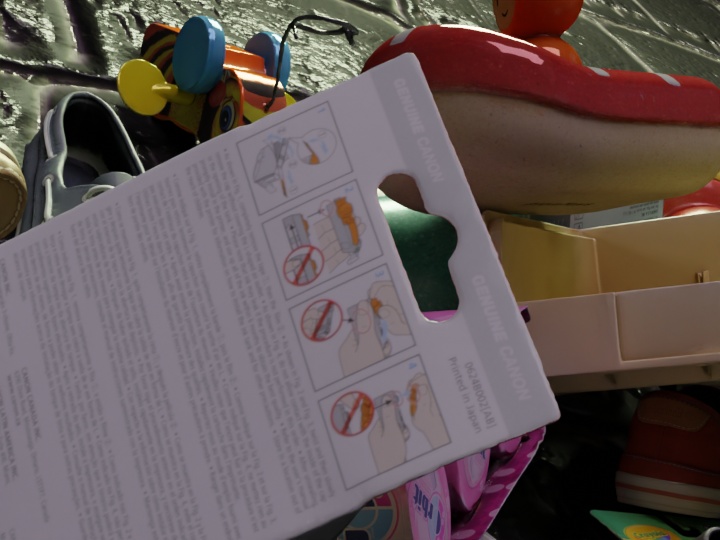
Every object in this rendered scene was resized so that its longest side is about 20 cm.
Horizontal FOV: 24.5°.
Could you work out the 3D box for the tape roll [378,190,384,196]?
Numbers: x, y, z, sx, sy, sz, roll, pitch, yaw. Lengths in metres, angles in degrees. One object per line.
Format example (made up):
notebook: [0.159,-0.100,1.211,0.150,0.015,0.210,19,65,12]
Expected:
tape roll: [0.081,-0.007,1.050,0.201,0.037,0.203,21,22,-9]

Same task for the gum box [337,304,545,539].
gum box: [-0.001,0.072,0.681,0.112,0.067,0.200,-5,14,21]

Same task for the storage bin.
storage bin: [0.182,0.007,0.823,0.198,0.095,0.198,-7,-5,23]

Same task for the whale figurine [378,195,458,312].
whale figurine: [0.000,0.000,0.854,0.198,0.105,0.160,19,23,-22]

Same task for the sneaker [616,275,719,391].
sneaker: [0.205,0.051,0.963,0.199,0.072,0.073,31,28,28]

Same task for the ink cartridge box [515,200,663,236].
ink cartridge box: [0.071,-0.047,1.027,0.172,0.044,0.199,9,12,33]

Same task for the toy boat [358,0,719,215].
toy boat: [0.086,-0.098,0.812,0.198,0.133,0.130,-2,-6,-44]

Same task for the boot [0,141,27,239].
boot: [-0.195,0.003,0.688,0.199,0.073,0.155,-5,36,-48]

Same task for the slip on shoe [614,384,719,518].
slip on shoe: [0.183,0.091,0.858,0.073,0.062,0.199,8,-2,28]

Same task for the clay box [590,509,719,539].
clay box: [0.181,0.182,0.716,0.114,0.048,0.200,11,24,-33]

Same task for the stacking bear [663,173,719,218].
stacking bear: [0.233,-0.043,1.204,0.113,0.122,0.201,19,30,-19]

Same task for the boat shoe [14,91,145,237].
boat shoe: [-0.135,-0.027,0.833,0.072,0.062,0.200,14,24,-24]

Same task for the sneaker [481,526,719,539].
sneaker: [0.101,0.130,0.658,0.200,0.116,0.075,39,26,31]

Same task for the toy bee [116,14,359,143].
toy bee: [-0.088,-0.101,1.027,0.129,0.110,0.200,9,0,-15]

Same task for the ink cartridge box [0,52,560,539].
ink cartridge box: [-0.042,0.033,0.579,0.047,0.198,0.161,55,13,-56]
